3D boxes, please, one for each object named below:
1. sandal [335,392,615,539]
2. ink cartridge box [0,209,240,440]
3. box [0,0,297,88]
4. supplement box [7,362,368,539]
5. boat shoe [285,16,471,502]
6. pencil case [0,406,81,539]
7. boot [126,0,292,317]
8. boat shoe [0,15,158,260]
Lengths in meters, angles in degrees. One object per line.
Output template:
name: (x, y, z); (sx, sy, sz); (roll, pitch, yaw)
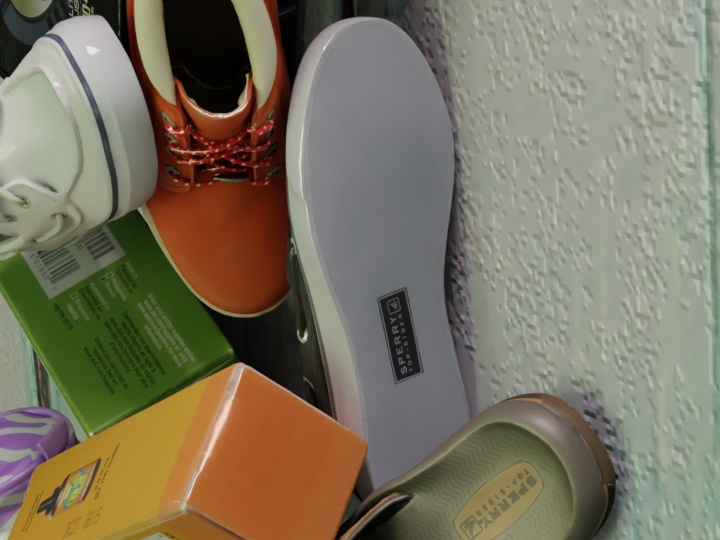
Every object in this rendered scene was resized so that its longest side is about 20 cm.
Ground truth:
sandal: (0.018, 0.124, 0.816); (0.082, 0.055, 0.200); (49, 124, 8)
ink cartridge box: (-0.095, 0.071, 1.056); (0.148, 0.076, 0.200); (52, 169, 40)
box: (-0.099, -0.163, 0.960); (0.164, 0.086, 0.200); (39, 133, 51)
supplement box: (-0.080, 0.101, 0.885); (0.200, 0.069, 0.067); (-25, 38, 54)
boat shoe: (0.000, 0.000, 0.862); (0.066, 0.070, 0.200); (13, 118, 58)
pencil case: (-0.132, 0.159, 1.052); (0.085, 0.084, 0.200); (-4, 126, 41)
boot: (-0.058, -0.055, 0.859); (0.107, 0.075, 0.200); (-104, 4, -61)
boat shoe: (-0.132, -0.039, 0.890); (0.074, 0.067, 0.200); (62, 161, 10)
